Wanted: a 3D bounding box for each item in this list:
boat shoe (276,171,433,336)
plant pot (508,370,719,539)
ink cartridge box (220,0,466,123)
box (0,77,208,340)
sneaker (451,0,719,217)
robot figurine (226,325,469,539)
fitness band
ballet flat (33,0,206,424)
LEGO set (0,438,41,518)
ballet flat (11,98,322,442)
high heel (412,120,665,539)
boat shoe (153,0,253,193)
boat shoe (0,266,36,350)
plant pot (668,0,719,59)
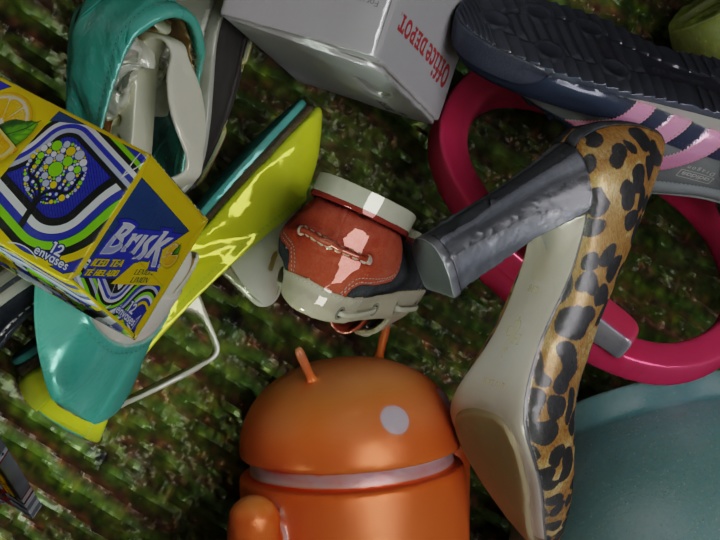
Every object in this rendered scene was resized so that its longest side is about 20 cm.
[{"bbox_3d":[0.000,0.000,1.070,0.071,0.200,0.063,22,87,9],"label":"boat shoe"},{"bbox_3d":[0.162,0.132,1.171,0.199,0.200,0.135,-5,71,-27],"label":"plant pot"},{"bbox_3d":[0.018,-0.187,1.063,0.084,0.145,0.201,17,86,16],"label":"ink cartridge box"},{"bbox_3d":[-0.168,-0.049,0.957,0.065,0.199,0.070,-58,152,-11],"label":"box"},{"bbox_3d":[0.127,-0.072,1.101,0.199,0.070,0.082,18,127,-15],"label":"sneaker"},{"bbox_3d":[-0.003,0.131,1.109,0.143,0.117,0.201,-5,97,-11],"label":"robot figurine"},{"bbox_3d":[0.122,-0.027,1.148,0.200,0.037,0.144,40,50,4],"label":"fitness band"},{"bbox_3d":[-0.104,-0.030,0.998,0.067,0.070,0.201,6,88,-46],"label":"ballet flat"},{"bbox_3d":[-0.228,0.118,0.932,0.153,0.116,0.201,19,68,13],"label":"LEGO set"},{"bbox_3d":[-0.079,0.005,1.078,0.200,0.067,0.067,-43,97,-8],"label":"ballet flat"},{"bbox_3d":[0.109,0.032,1.069,0.142,0.071,0.201,-32,124,-23],"label":"high heel"},{"bbox_3d":[-0.084,-0.130,1.073,0.071,0.061,0.202,14,87,3],"label":"boat shoe"},{"bbox_3d":[-0.200,0.076,1.020,0.062,0.075,0.200,39,83,-7],"label":"boat shoe"},{"bbox_3d":[0.265,-0.087,1.200,0.200,0.200,0.185,-35,100,-20],"label":"plant pot"}]
